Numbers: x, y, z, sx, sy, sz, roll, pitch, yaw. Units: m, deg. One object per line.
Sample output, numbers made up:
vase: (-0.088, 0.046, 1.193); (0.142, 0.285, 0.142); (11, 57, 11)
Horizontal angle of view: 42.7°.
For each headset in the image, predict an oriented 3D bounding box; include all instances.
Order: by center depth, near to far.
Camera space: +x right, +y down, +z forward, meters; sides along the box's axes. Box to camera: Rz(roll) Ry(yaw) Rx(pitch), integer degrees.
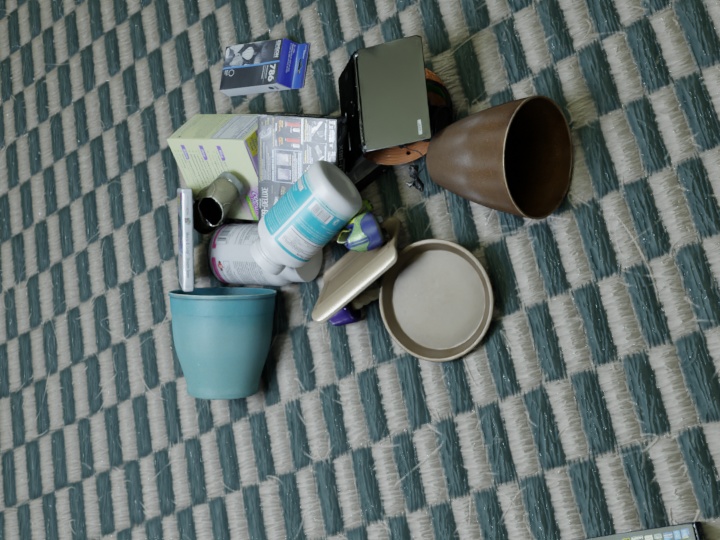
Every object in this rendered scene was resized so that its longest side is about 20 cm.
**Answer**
headset: (0.100, -0.239, 1.594); (0.121, 0.094, 0.203); (-6, 55, 17)

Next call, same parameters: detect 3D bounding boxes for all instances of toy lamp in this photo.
toy lamp: (0.028, 0.040, 1.604); (0.198, 0.058, 0.059); (-28, 64, 23)

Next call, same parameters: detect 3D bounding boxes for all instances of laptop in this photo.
laptop: (0.036, -0.280, 1.574); (0.101, 0.200, 0.181); (-2, 81, -14)

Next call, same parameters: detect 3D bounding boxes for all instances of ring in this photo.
ring: (0.066, -0.280, 1.653); (0.197, 0.019, 0.204); (-5, 70, 14)

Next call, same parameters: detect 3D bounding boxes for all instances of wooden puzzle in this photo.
wooden puzzle: (0.000, 0.000, 1.579); (0.184, 0.200, 0.037); (-40, 104, 15)

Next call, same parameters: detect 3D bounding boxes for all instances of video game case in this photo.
video game case: (-0.330, -0.062, 1.735); (0.200, 0.023, 0.186); (-159, 69, -76)

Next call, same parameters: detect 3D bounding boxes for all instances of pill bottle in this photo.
pill bottle: (-0.098, -0.083, 1.559); (0.200, 0.110, 0.112); (-43, 59, 21)
pill bottle: (-0.176, -0.029, 1.716); (0.197, 0.113, 0.115); (2, 79, 33)

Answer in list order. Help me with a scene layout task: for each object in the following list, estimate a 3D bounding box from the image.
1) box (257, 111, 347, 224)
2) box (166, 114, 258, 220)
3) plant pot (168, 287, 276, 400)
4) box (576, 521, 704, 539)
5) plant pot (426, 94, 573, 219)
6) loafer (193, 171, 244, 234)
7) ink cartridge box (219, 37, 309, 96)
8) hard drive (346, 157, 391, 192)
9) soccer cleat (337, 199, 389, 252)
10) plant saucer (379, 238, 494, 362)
box: (-0.104, -0.174, 1.630); (0.155, 0.050, 0.204); (6, 106, 20)
box: (-0.240, -0.198, 1.752); (0.197, 0.178, 0.097); (7, 41, 34)
plant pot: (-0.251, 0.132, 1.688); (0.197, 0.199, 0.192); (2, 94, 32)
box: (0.388, 0.443, 1.273); (0.197, 0.051, 0.160); (-17, 70, 28)
plant pot: (0.209, -0.181, 1.486); (0.198, 0.185, 0.190); (6, 81, 46)
loafer: (-0.284, -0.118, 1.724); (0.075, 0.070, 0.200); (42, 146, -4)
ink cartridge box: (-0.198, -0.415, 1.873); (0.197, 0.039, 0.101); (0, 77, 32)
hard drive: (-0.032, -0.206, 1.715); (0.199, 0.038, 0.141); (-35, 62, 20)
soccer cleat: (-0.008, -0.076, 1.588); (0.083, 0.200, 0.066); (-23, 105, -4)
plant saucer: (0.126, 0.049, 1.521); (0.197, 0.029, 0.204); (2, 96, 21)
